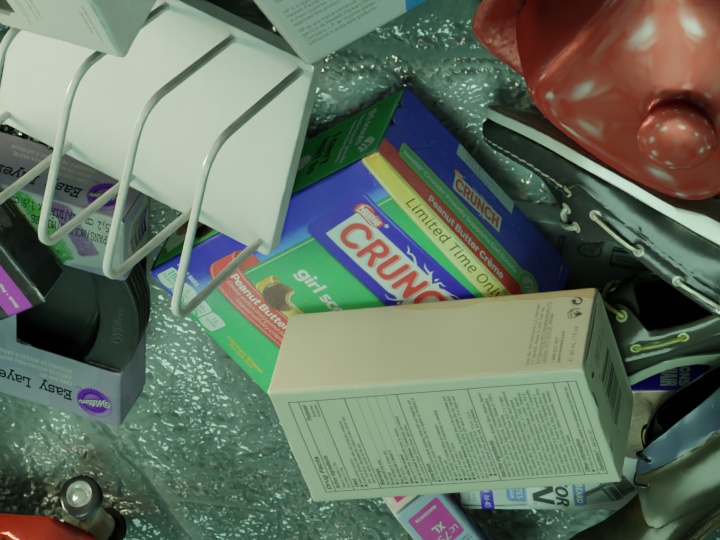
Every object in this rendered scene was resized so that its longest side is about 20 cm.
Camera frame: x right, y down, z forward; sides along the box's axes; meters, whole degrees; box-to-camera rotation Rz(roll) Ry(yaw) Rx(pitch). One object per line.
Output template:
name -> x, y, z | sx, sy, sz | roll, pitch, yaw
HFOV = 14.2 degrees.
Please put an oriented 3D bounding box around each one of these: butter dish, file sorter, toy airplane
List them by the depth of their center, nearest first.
butter dish -> 0.183, -0.116, 1.634 | 0.199, 0.148, 0.200 | 32, 129, -16
file sorter -> -0.148, -0.085, 1.685 | 0.199, 0.125, 0.139 | 27, 127, 16
toy airplane -> -0.269, 0.217, 2.009 | 0.199, 0.142, 0.199 | 22, 152, -27

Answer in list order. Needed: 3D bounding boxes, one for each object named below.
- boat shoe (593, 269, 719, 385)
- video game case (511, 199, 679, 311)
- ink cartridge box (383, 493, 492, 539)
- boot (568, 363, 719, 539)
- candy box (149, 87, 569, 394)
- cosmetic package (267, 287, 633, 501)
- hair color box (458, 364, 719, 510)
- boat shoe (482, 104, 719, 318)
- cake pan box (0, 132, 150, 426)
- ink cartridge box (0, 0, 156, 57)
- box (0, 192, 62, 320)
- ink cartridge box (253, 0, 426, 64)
boat shoe -> 0.177, 0.029, 1.791 | 0.200, 0.072, 0.061 | -11, 130, 8
video game case -> 0.125, 0.041, 1.869 | 0.142, 0.018, 0.201 | 10, 131, 1
ink cartridge box -> 0.070, 0.190, 1.942 | 0.042, 0.119, 0.200 | -36, 120, -1
boot -> 0.187, 0.127, 1.800 | 0.199, 0.075, 0.097 | -28, 110, 21
candy box -> 0.000, 0.000, 1.801 | 0.199, 0.077, 0.169 | -27, 117, 34
cosmetic package -> 0.056, 0.077, 1.752 | 0.199, 0.073, 0.104 | -4, 133, 19
hair color box -> 0.159, 0.096, 1.857 | 0.199, 0.065, 0.110 | -2, 130, 9
boat shoe -> 0.156, -0.035, 1.734 | 0.199, 0.074, 0.061 | 27, 106, 3
cake pan box -> -0.226, -0.001, 1.850 | 0.199, 0.052, 0.185 | 17, 135, 11
ink cartridge box -> -0.198, -0.204, 1.616 | 0.199, 0.116, 0.067 | 17, 157, 26
box -> -0.301, -0.014, 1.817 | 0.199, 0.036, 0.143 | -22, 115, 36
ink cartridge box -> -0.024, -0.229, 1.508 | 0.146, 0.086, 0.200 | -27, 118, 25
